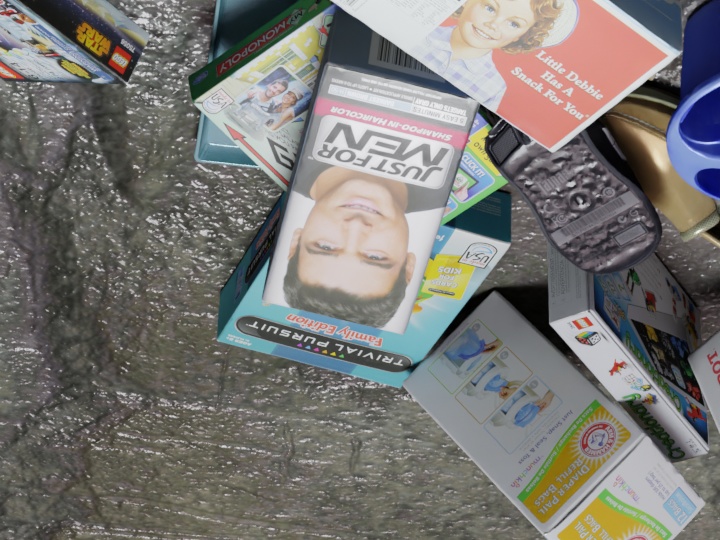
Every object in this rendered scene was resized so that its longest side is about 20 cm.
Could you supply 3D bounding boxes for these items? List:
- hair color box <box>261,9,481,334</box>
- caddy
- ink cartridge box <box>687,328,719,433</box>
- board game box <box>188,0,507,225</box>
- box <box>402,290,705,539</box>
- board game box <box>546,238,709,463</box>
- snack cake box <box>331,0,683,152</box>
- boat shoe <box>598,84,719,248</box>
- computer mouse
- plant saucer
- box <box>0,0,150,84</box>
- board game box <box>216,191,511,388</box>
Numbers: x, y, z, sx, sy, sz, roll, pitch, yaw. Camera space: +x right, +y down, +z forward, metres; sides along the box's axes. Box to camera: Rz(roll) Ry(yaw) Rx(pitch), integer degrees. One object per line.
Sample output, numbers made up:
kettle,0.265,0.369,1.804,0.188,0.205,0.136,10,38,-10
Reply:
hair color box,0.007,-0.059,1.527,0.098,0.061,0.201,13,132,-4
caddy,0.291,-0.106,1.526,0.198,0.106,0.142,-10,143,16
ink cartridge box,0.362,0.076,1.689,0.146,0.147,0.200,30,118,-35
board game box,0.001,-0.095,1.569,0.134,0.029,0.200,-32,130,18
box,0.139,0.126,1.754,0.101,0.200,0.113,-44,133,0
board game box,0.189,0.032,1.703,0.034,0.127,0.200,-18,139,25
snack cake box,0.079,-0.169,1.412,0.199,0.067,0.115,33,130,-24
boat shoe,0.224,-0.056,1.622,0.199,0.077,0.072,25,141,-25
computer mouse,0.145,-0.093,1.553,0.140,0.046,0.200,-35,118,25
plant saucer,-0.066,-0.136,1.581,0.069,0.019,0.201,6,144,-6
box,-0.241,-0.180,1.465,0.136,0.040,0.200,7,157,49
board game box,0.000,0.000,1.737,0.150,0.047,0.200,15,142,-16
